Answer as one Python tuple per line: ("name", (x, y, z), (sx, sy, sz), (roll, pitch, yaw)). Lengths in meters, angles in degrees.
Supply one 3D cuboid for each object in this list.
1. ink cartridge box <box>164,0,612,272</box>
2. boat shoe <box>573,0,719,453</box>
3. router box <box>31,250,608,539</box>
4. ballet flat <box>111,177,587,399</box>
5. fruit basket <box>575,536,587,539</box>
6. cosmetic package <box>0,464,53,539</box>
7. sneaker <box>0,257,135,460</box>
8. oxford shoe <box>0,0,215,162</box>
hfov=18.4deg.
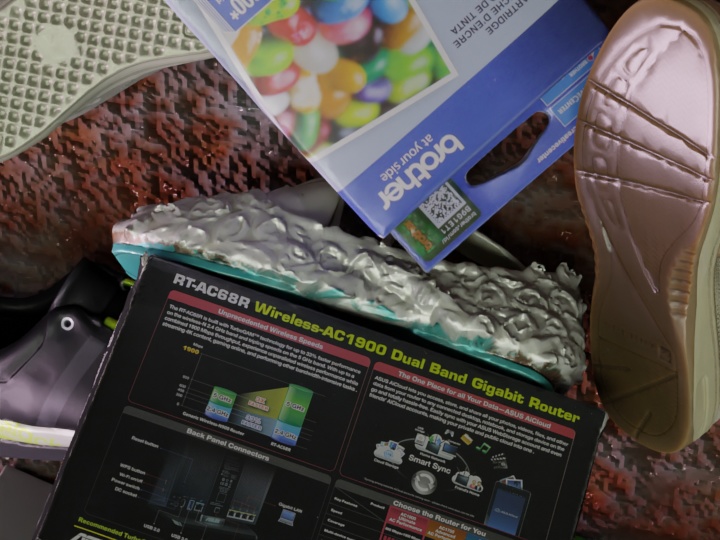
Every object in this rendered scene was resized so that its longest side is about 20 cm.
("ink cartridge box", (0.006, -0.101, 0.831), (0.119, 0.042, 0.200), (-41, 109, 5))
("boat shoe", (0.130, -0.023, 0.863), (0.072, 0.065, 0.200), (30, 137, 41))
("router box", (-0.018, 0.097, 0.867), (0.200, 0.150, 0.062), (19, 151, 0))
("ballet flat", (0.000, 0.000, 0.915), (0.200, 0.072, 0.072), (18, 126, 1))
("fruit basket", (0.011, 0.203, 0.959), (0.215, 0.216, 0.156), (-1, 124, 16))
("cosmetic package", (-0.157, 0.192, 0.998), (0.108, 0.200, 0.085), (25, 124, 2))
("sneaker", (-0.103, 0.036, 0.960), (0.200, 0.072, 0.083), (-3, 120, 18))
("oxford shoe", (-0.090, -0.107, 0.874), (0.200, 0.058, 0.075), (-29, 103, 13))
